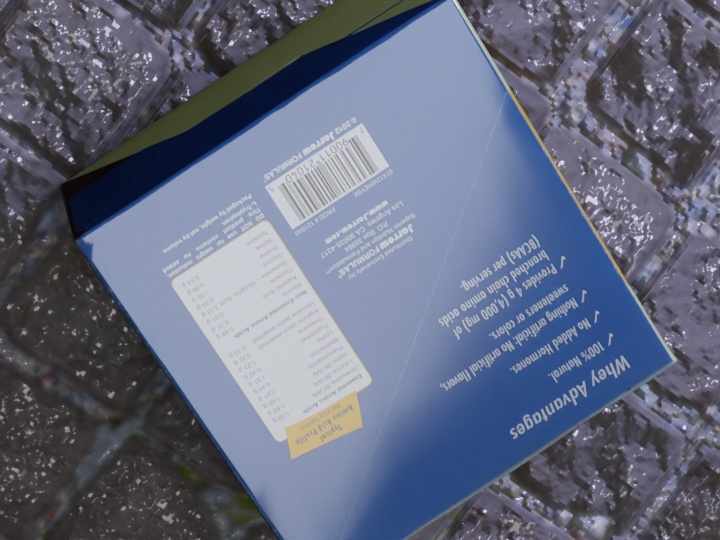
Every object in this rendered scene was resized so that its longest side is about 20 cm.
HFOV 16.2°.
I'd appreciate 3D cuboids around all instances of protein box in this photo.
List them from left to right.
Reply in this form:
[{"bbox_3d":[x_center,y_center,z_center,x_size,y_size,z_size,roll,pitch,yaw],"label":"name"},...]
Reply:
[{"bbox_3d":[0.000,0.000,1.171,0.198,0.135,0.200,-33,106,-1],"label":"protein box"}]
